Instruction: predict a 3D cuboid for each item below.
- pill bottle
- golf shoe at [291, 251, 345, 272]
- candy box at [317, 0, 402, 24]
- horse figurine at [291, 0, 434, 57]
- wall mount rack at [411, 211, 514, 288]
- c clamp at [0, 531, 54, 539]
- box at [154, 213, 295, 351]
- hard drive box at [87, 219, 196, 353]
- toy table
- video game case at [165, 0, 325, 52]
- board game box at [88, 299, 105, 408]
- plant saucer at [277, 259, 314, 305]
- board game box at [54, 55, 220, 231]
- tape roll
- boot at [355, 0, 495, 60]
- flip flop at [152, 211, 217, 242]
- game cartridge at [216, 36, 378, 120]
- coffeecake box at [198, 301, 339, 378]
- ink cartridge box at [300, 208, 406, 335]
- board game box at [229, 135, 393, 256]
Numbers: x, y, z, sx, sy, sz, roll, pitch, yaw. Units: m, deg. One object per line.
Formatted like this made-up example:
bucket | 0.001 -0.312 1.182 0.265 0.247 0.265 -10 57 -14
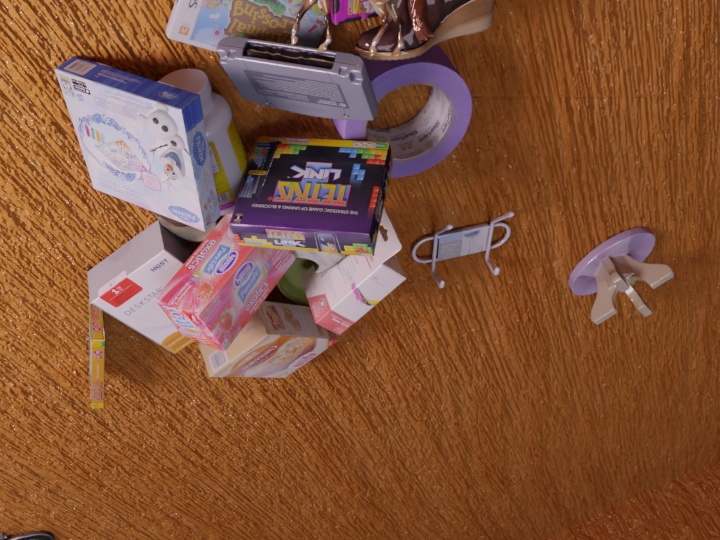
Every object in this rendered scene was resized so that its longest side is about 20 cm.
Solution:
pill bottle | -0.220 -0.179 1.097 0.104 0.104 0.200 -18 138 -5
golf shoe | -0.110 -0.060 1.265 0.200 0.078 0.097 33 114 -25
candy box | 0.047 -0.403 0.991 0.200 0.061 0.137 -16 139 -20
horse figurine | -0.006 -0.325 0.929 0.199 0.050 0.133 8 116 2
wall mount rack | 0.199 -0.052 1.432 0.199 0.075 0.174 -13 137 -12
c clamp | -0.781 0.645 1.778 0.170 0.027 0.200 -13 136 -18
box | -0.206 0.012 1.217 0.200 0.102 0.095 -54 142 -26
hard drive box | -0.321 0.032 1.295 0.156 0.077 0.200 -34 137 12
toy table | 0.541 0.015 1.619 0.184 0.117 0.200 22 124 -38
video game case | -0.129 -0.357 1.012 0.200 0.022 0.182 8 130 -30
board game box | -0.450 0.137 1.333 0.030 0.096 0.200 0 134 -23
plant saucer | -0.056 -0.016 1.393 0.199 0.031 0.200 -13 137 -12
board game box | -0.290 -0.165 1.036 0.200 0.043 0.199 21 139 18
tape roll | 0.059 -0.243 1.166 0.199 0.085 0.200 -13 138 -12
boot | 0.075 -0.362 0.972 0.200 0.072 0.167 -20 127 -11
flip flop | -0.284 -0.104 1.181 0.081 0.058 0.200 -25 139 3
game cartridge | -0.079 -0.251 1.039 0.199 0.041 0.133 13 162 14
coffeecake box | -0.163 0.128 1.413 0.153 0.073 0.200 -37 154 26
ink cartridge box | 0.000 0.000 1.323 0.200 0.117 0.067 -41 134 20
board game box | -0.066 -0.109 1.104 0.199 0.166 0.057 4 147 12
